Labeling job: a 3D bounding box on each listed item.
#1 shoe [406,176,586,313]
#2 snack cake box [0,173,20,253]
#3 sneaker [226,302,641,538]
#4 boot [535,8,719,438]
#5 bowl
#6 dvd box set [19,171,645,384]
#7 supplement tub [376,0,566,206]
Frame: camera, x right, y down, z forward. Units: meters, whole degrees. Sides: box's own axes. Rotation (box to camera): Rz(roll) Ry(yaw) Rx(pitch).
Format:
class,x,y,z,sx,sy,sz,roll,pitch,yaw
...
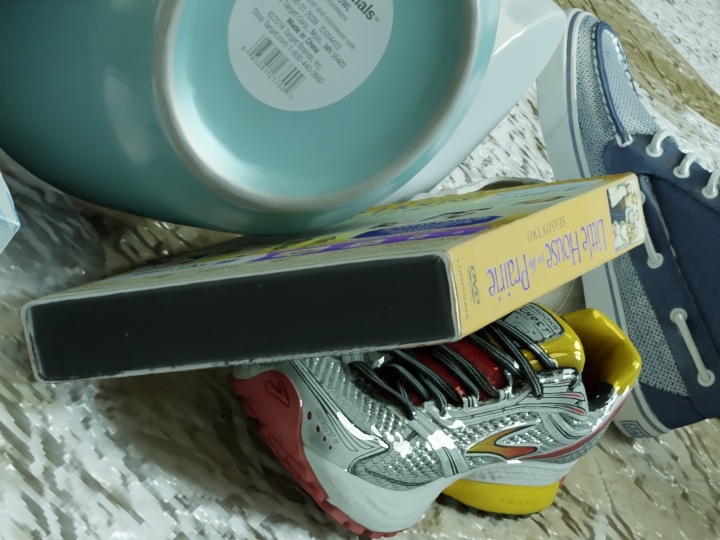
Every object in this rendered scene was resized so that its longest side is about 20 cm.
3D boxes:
class,x,y,z,sx,sy,sz,roll,pitch,yaw
shoe,0.075,-0.007,0.928,0.070,0.053,0.200,50,24,23
snack cake box,-0.201,-0.052,0.554,0.200,0.067,0.115,19,29,-41
sneaker,0.029,0.038,0.732,0.078,0.082,0.200,51,25,23
boot,0.142,-0.031,0.921,0.073,0.090,0.200,7,68,-60
bowl,-0.033,-0.091,0.693,0.201,0.201,0.105,24,13,-35
dvd box set,0.000,0.000,0.699,0.200,0.146,0.029,-22,104,-66
supplement tub,-0.025,-0.131,0.884,0.200,0.140,0.140,45,23,10
